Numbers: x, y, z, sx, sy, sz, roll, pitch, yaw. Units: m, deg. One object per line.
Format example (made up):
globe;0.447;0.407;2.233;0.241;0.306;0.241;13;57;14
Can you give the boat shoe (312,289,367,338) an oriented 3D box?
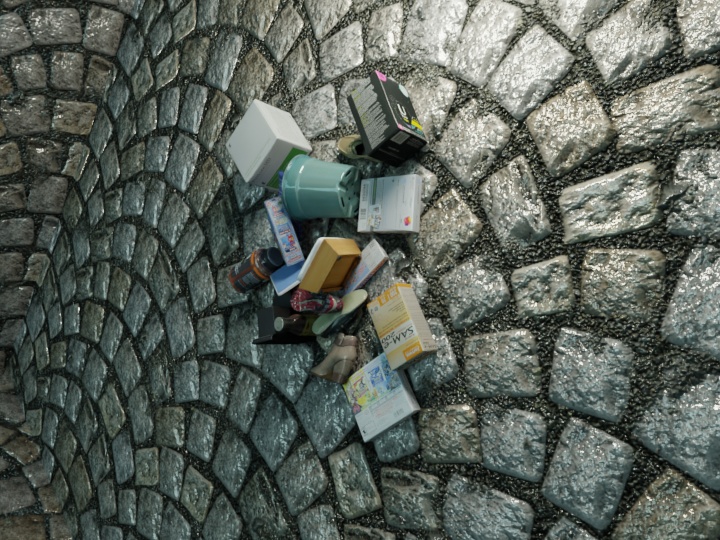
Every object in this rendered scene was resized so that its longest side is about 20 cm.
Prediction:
boat shoe;-0.049;0.136;1.702;0.198;0.066;0.075;-40;37;4

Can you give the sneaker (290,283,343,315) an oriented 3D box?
sneaker;-0.136;0.093;1.702;0.198;0.074;0.083;15;91;44

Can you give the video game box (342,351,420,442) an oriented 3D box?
video game box;0.054;0.352;1.607;0.199;0.046;0.185;-39;64;30

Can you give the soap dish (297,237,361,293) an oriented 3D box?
soap dish;-0.084;-0.013;1.645;0.081;0.199;0.159;34;105;18

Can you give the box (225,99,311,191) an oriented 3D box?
box;-0.308;-0.413;1.913;0.199;0.170;0.202;-47;58;25

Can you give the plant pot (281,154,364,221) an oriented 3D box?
plant pot;-0.101;-0.243;1.722;0.192;0.199;0.206;8;90;31

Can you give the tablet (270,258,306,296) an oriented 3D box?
tablet;-0.218;0.012;1.792;0.129;0.014;0.200;-35;23;-4

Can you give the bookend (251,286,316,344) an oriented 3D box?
bookend;-0.244;0.124;1.782;0.091;0.198;0.204;-16;75;36

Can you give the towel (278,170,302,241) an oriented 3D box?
towel;-0.232;-0.209;1.871;0.144;0.023;0.204;36;131;41

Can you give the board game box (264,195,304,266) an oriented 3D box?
board game box;-0.240;-0.106;1.806;0.200;0.060;0.204;125;124;-76

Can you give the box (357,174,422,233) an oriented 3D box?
box;0.083;-0.188;1.647;0.197;0.041;0.160;1;86;41

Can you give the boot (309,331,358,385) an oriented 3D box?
boot;-0.075;0.257;1.717;0.198;0.069;0.150;2;74;53

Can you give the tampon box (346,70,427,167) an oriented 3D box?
tampon box;0.075;-0.423;1.609;0.125;0.148;0.204;-32;66;32

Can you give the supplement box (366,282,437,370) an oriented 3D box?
supplement box;0.111;0.154;1.563;0.125;0.073;0.203;-37;64;31

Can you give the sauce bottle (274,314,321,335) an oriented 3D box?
sauce bottle;-0.176;0.164;1.720;0.065;0.198;0.068;-3;85;39

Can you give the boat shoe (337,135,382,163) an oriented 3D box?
boat shoe;-0.004;-0.372;1.724;0.198;0.064;0.074;25;101;39

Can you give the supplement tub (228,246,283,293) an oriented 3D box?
supplement tub;-0.351;-0.005;1.946;0.198;0.106;0.109;-29;67;34

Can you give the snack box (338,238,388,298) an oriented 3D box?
snack box;0.000;0.000;1.704;0.200;0.024;0.073;-47;58;26
